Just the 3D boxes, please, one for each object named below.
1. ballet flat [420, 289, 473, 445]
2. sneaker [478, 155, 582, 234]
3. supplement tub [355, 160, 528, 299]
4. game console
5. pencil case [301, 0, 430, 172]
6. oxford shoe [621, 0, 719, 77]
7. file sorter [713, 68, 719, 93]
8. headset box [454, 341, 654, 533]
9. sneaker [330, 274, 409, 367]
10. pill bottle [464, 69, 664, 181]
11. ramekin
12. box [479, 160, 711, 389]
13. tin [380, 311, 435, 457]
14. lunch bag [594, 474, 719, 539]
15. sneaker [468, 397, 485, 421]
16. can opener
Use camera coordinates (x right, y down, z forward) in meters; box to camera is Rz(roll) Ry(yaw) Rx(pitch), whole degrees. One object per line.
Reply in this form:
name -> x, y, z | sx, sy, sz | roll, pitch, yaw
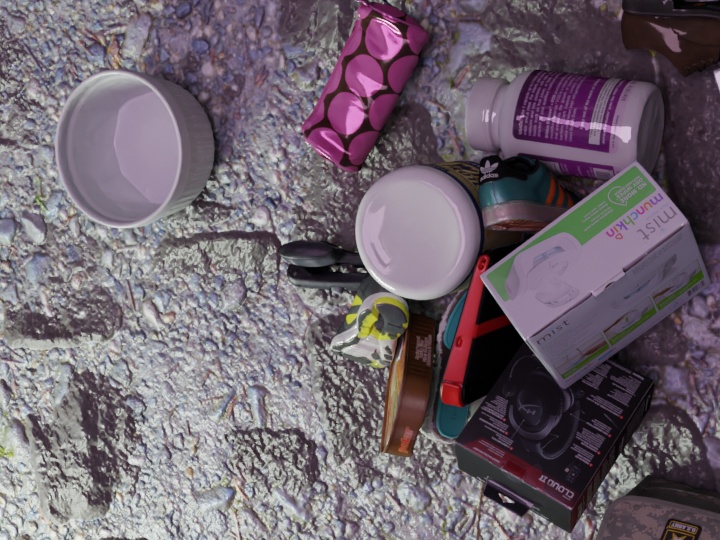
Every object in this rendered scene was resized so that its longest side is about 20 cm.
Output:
ballet flat -> 0.107, 0.105, 1.622 | 0.072, 0.072, 0.200 | 12, 76, 26
sneaker -> 0.189, -0.084, 1.502 | 0.071, 0.200, 0.080 | -14, 81, 31
supplement tub -> 0.098, -0.049, 1.548 | 0.144, 0.200, 0.145 | 4, 99, 27
game console -> 0.150, 0.054, 1.535 | 0.031, 0.200, 0.177 | 16, 104, 24
pencil case -> 0.001, -0.219, 1.644 | 0.094, 0.091, 0.200 | 22, 108, -13
oxford shoe -> 0.370, -0.244, 1.463 | 0.200, 0.073, 0.085 | 15, 114, 32
file sorter -> 0.455, -0.125, 1.391 | 0.124, 0.139, 0.200 | -19, 87, 26
headset box -> 0.208, 0.177, 1.529 | 0.149, 0.077, 0.200 | 27, 67, 22
sneaker -> 0.022, 0.052, 1.650 | 0.074, 0.200, 0.085 | 20, 63, -9
pill bottle -> 0.221, -0.160, 1.521 | 0.200, 0.112, 0.112 | 11, 101, 26
ramekin -> -0.281, -0.156, 1.787 | 0.200, 0.105, 0.200 | 4, 98, 28
box -> 0.249, 0.011, 1.449 | 0.200, 0.176, 0.097 | -37, 60, 5
tin -> 0.055, 0.131, 1.605 | 0.042, 0.200, 0.112 | 16, 125, -6
lunch bag -> 0.344, 0.300, 1.466 | 0.164, 0.200, 0.118 | 10, 102, 27
sneaker -> 0.166, 0.182, 1.616 | 0.200, 0.071, 0.073 | 12, 102, 26
can opener -> 0.000, 0.000, 1.687 | 0.200, 0.079, 0.063 | 6, 91, 17
